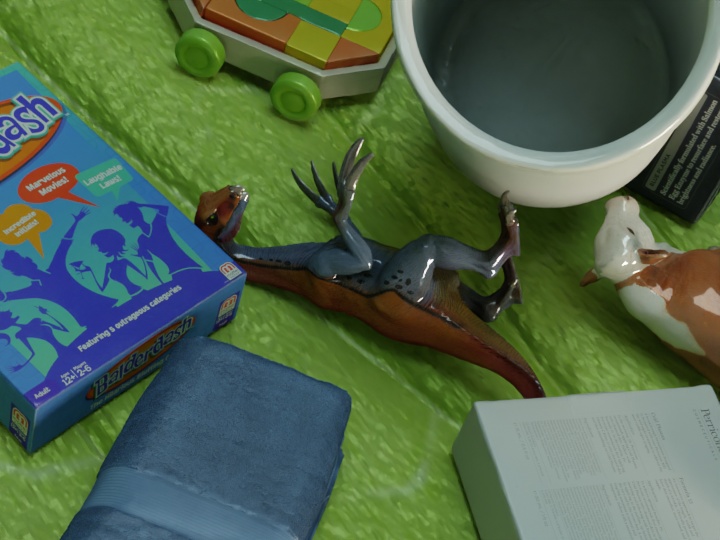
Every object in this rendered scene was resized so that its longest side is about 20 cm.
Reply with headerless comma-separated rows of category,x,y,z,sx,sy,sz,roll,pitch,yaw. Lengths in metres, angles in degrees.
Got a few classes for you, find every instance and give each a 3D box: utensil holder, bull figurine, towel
utensil holder,0.108,-0.124,0.891,0.169,0.200,0.171,-1,84,6
bull figurine,0.226,0.027,0.971,0.200,0.065,0.121,46,46,15
towel,-0.082,0.127,0.800,0.111,0.049,0.201,24,48,2

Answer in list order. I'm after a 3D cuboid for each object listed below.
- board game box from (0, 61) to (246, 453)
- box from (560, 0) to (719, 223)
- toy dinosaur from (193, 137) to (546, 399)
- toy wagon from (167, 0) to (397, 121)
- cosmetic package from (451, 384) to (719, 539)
board game box,-0.185,-0.015,0.888,0.200,0.045,0.152,41,51,18
box,0.191,-0.169,1.093,0.199,0.118,0.197,30,47,7
toy dinosaur,0.000,0.000,0.913,0.180,0.105,0.201,-11,65,-1
toy wagon,-0.068,-0.182,1.073,0.199,0.040,0.156,24,47,3
cosmetic package,0.148,0.158,0.845,0.150,0.052,0.201,-3,52,-19
